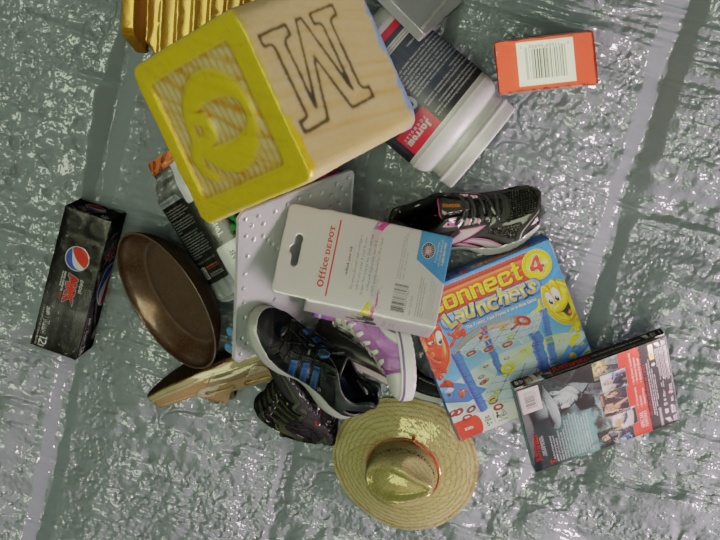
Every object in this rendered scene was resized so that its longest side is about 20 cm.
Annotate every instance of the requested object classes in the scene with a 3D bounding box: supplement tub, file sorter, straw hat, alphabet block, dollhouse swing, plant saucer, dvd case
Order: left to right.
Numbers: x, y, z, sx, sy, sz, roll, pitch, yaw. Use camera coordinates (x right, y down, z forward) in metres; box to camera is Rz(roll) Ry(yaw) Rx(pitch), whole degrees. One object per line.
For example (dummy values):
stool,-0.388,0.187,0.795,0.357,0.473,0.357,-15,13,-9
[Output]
plant saucer,-0.240,0.032,1.647,0.200,0.037,0.201,35,143,31
dollhouse swing,-0.198,-0.330,1.534,0.198,0.176,0.183,7,103,7
supplement tub,-0.177,-0.072,1.615,0.122,0.123,0.201,-30,97,14
alphabet block,-0.093,-0.193,1.417,0.195,0.200,0.197,-20,99,43
straw hat,0.053,0.268,1.672,0.199,0.085,0.203,2,102,9
file sorter,0.056,-0.396,1.477,0.200,0.139,0.125,44,126,-3
supplement tub,0.071,-0.210,1.534,0.200,0.140,0.141,40,106,-1
dvd case,0.294,0.163,1.590,0.199,0.022,0.147,-21,124,-2

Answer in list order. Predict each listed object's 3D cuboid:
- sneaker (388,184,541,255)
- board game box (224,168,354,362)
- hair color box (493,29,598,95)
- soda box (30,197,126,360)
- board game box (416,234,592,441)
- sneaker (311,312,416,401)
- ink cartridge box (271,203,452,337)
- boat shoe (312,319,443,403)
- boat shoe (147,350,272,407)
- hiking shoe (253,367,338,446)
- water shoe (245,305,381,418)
sneaker,0.126,-0.063,1.570,0.199,0.086,0.081,-16,65,12
board game box,-0.088,-0.011,1.565,0.026,0.199,0.201,25,124,34
hair color box,0.214,-0.241,1.471,0.110,0.200,0.064,-5,101,10
soda box,-0.374,0.011,1.697,0.070,0.063,0.201,19,105,4
board game box,0.177,0.084,1.604,0.199,0.056,0.197,-23,99,0
sneaker,0.001,0.072,1.581,0.113,0.073,0.202,-12,77,-10
ink cartridge box,0.000,0.000,1.526,0.198,0.068,0.116,13,77,-2
boat shoe,0.029,0.115,1.646,0.199,0.074,0.061,23,86,-8
boat shoe,-0.188,0.147,1.692,0.199,0.071,0.065,-22,106,14
hiking shoe,-0.097,0.168,1.641,0.100,0.076,0.201,-7,138,15
water shoe,-0.052,0.103,1.543,0.079,0.072,0.200,-16,133,41
